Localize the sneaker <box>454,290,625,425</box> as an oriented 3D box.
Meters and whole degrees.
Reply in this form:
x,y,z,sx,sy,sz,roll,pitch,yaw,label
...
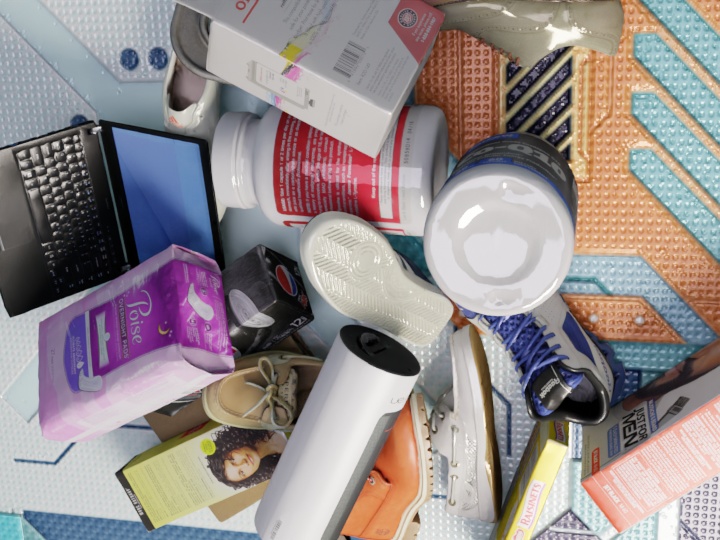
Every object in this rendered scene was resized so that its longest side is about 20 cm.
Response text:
x,y,z,sx,sy,sz,roll,pitch,yaw,label
0.158,0.063,0.873,0.199,0.115,0.081,44,111,-1,sneaker

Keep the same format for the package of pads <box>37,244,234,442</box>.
x,y,z,sx,sy,sz,roll,pitch,yaw,label
-0.215,0.073,0.916,0.198,0.075,0.122,-26,63,26,package of pads

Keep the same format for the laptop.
x,y,z,sx,sy,sz,roll,pitch,yaw,label
-0.241,-0.036,0.921,0.103,0.198,0.180,43,146,44,laptop

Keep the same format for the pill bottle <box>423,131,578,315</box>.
x,y,z,sx,sy,sz,roll,pitch,yaw,label
0.120,-0.049,0.804,0.112,0.200,0.116,4,108,12,pill bottle

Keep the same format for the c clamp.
x,y,z,sx,sy,sz,roll,pitch,yaw,label
-0.081,-0.235,0.859,0.197,0.027,0.174,18,72,-3,c clamp

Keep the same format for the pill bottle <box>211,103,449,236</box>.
x,y,z,sx,sy,sz,roll,pitch,yaw,label
-0.026,-0.093,0.875,0.196,0.112,0.114,5,108,13,pill bottle

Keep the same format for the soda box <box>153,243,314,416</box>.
x,y,z,sx,sy,sz,roll,pitch,yaw,label
-0.143,0.062,0.957,0.199,0.063,0.072,-35,55,21,soda box

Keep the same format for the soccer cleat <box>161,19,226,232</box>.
x,y,z,sx,sy,sz,roll,pitch,yaw,label
-0.156,-0.130,0.916,0.068,0.078,0.204,9,109,12,soccer cleat

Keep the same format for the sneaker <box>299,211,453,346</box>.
x,y,z,sx,sy,sz,roll,pitch,yaw,label
0.000,0.000,0.868,0.075,0.200,0.084,-49,47,1,sneaker

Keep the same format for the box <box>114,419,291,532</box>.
x,y,z,sx,sy,sz,roll,pitch,yaw,label
-0.148,0.192,1.001,0.198,0.050,0.076,-28,97,21,box

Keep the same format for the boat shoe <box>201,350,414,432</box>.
x,y,z,sx,sy,sz,roll,pitch,yaw,label
-0.048,0.111,0.923,0.196,0.063,0.075,-2,87,-18,boat shoe

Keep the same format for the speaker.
x,y,z,sx,sy,sz,roll,pitch,yaw,label
-0.022,0.150,0.863,0.080,0.081,0.202,27,107,5,speaker

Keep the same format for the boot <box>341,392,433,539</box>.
x,y,z,sx,sy,sz,roll,pitch,yaw,label
0.012,0.191,0.928,0.105,0.076,0.202,4,132,-8,boot

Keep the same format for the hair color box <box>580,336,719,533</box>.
x,y,z,sx,sy,sz,roll,pitch,yaw,label
0.288,0.131,0.862,0.199,0.111,0.064,-38,95,21,hair color box

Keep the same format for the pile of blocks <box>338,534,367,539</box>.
x,y,z,sx,sy,sz,roll,pitch,yaw,label
-0.006,0.296,1.024,0.199,0.082,0.062,39,155,10,pile of blocks

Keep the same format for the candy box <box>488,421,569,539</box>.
x,y,z,sx,sy,sz,roll,pitch,yaw,label
0.152,0.224,0.930,0.026,0.102,0.203,20,111,7,candy box

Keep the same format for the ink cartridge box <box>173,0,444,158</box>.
x,y,z,sx,sy,sz,roll,pitch,yaw,label
-0.046,-0.194,0.798,0.198,0.118,0.068,28,152,1,ink cartridge box

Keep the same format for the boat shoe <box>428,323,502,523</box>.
x,y,z,sx,sy,sz,roll,pitch,yaw,label
0.093,0.150,0.939,0.068,0.071,0.204,-3,107,15,boat shoe

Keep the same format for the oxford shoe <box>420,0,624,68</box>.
x,y,z,sx,sy,sz,roll,pitch,yaw,label
0.122,-0.205,0.827,0.196,0.071,0.075,0,109,15,oxford shoe

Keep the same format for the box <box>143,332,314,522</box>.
x,y,z,sx,sy,sz,roll,pitch,yaw,label
-0.117,0.150,1.019,0.199,0.021,0.165,-33,95,21,box
